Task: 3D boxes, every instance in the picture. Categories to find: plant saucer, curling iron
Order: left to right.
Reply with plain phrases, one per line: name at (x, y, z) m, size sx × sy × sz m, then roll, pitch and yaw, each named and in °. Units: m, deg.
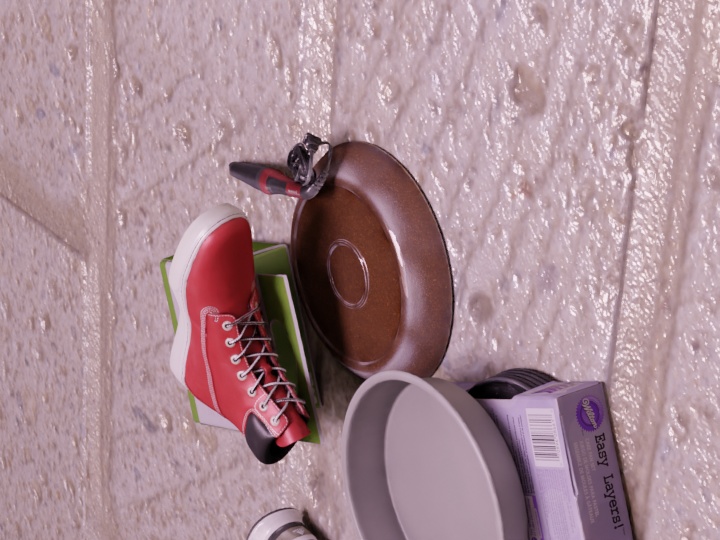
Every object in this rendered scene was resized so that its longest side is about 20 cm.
curling iron at (-0.067, -0.081, 1.723) m, size 0.200 × 0.025 × 0.050 m, roll 2°, pitch 70°, yaw 68°
plant saucer at (0.000, 0.000, 1.674) m, size 0.200 × 0.032 × 0.202 m, roll 28°, pitch 126°, yaw 47°

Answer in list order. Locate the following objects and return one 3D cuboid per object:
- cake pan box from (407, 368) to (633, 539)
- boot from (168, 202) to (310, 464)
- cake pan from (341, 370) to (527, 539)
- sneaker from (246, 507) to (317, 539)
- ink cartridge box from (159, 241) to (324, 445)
cake pan box at (0.120, 0.174, 1.550) m, size 0.184 × 0.052 × 0.202 m, roll -7°, pitch 97°, yaw 55°
boot at (-0.082, 0.055, 1.642) m, size 0.144 × 0.072 × 0.201 m, roll 44°, pitch 146°, yaw 31°
cake pan at (0.056, 0.168, 1.564) m, size 0.200 × 0.036 × 0.202 m, roll 27°, pitch 124°, yaw 50°
sneaker at (-0.065, 0.318, 1.855) m, size 0.115 × 0.075 × 0.202 m, roll 45°, pitch 135°, yaw 39°
ink cartridge box at (-0.074, 0.058, 1.759) m, size 0.199 × 0.075 × 0.149 m, roll 5°, pitch 110°, yaw 54°
